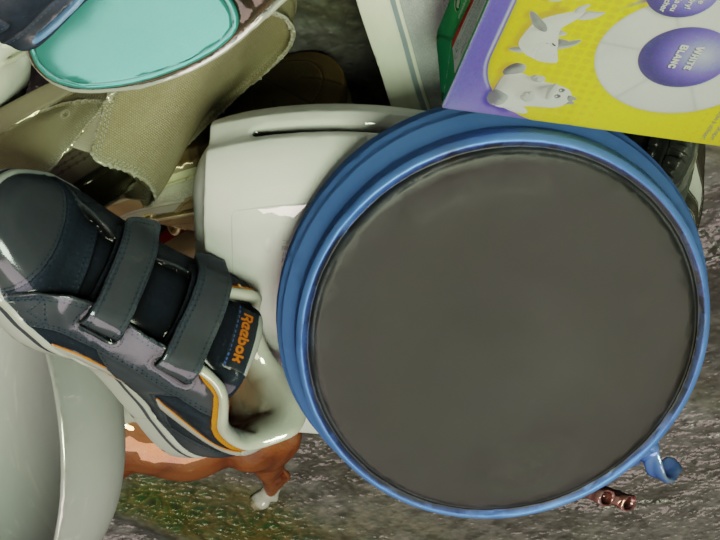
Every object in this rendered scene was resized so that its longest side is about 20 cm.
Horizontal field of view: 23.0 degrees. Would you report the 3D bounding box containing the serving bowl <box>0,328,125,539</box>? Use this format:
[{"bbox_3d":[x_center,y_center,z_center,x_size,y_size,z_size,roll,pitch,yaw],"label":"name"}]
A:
[{"bbox_3d":[-0.187,0.084,1.027,0.066,0.201,0.200,-7,153,-34],"label":"serving bowl"}]

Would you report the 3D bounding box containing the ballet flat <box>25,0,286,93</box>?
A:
[{"bbox_3d":[-0.059,-0.142,0.788,0.199,0.070,0.069,-28,138,18],"label":"ballet flat"}]

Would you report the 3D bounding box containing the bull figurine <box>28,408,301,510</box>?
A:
[{"bbox_3d":[-0.133,0.109,1.158,0.199,0.065,0.122,5,148,-5],"label":"bull figurine"}]

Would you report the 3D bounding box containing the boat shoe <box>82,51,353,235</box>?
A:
[{"bbox_3d":[-0.094,-0.052,0.921,0.199,0.074,0.066,-12,139,15],"label":"boat shoe"}]

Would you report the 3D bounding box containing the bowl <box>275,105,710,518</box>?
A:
[{"bbox_3d":[0.062,0.023,0.800,0.200,0.039,0.202,-2,112,-6],"label":"bowl"}]

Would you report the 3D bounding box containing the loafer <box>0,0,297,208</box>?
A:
[{"bbox_3d":[-0.108,-0.070,0.851,0.200,0.068,0.076,-34,153,3],"label":"loafer"}]

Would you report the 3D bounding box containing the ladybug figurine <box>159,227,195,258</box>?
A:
[{"bbox_3d":[-0.071,0.011,1.009,0.135,0.072,0.200,20,139,-33],"label":"ladybug figurine"}]

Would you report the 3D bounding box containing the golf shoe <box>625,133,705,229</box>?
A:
[{"bbox_3d":[0.139,-0.001,0.903,0.077,0.201,0.094,14,168,25],"label":"golf shoe"}]

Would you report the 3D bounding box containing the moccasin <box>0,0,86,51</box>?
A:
[{"bbox_3d":[-0.086,-0.169,0.726,0.200,0.081,0.068,-34,131,8],"label":"moccasin"}]

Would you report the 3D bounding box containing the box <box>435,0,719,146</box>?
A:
[{"bbox_3d":[0.142,-0.104,0.734,0.199,0.049,0.117,5,146,-13],"label":"box"}]

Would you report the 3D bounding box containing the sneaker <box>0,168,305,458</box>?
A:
[{"bbox_3d":[-0.096,0.018,0.808,0.079,0.079,0.200,-5,145,34],"label":"sneaker"}]

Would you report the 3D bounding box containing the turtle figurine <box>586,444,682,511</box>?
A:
[{"bbox_3d":[0.115,0.035,1.040,0.144,0.200,0.194,-34,-175,-26],"label":"turtle figurine"}]

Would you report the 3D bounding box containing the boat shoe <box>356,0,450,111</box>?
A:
[{"bbox_3d":[0.052,-0.102,0.856,0.071,0.070,0.201,-6,142,17],"label":"boat shoe"}]

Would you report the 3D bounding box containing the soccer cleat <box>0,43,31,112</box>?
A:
[{"bbox_3d":[-0.166,-0.132,0.802,0.086,0.070,0.200,8,145,10],"label":"soccer cleat"}]

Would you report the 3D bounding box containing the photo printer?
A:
[{"bbox_3d":[0.000,0.000,0.877,0.166,0.070,0.200,3,139,1],"label":"photo printer"}]
